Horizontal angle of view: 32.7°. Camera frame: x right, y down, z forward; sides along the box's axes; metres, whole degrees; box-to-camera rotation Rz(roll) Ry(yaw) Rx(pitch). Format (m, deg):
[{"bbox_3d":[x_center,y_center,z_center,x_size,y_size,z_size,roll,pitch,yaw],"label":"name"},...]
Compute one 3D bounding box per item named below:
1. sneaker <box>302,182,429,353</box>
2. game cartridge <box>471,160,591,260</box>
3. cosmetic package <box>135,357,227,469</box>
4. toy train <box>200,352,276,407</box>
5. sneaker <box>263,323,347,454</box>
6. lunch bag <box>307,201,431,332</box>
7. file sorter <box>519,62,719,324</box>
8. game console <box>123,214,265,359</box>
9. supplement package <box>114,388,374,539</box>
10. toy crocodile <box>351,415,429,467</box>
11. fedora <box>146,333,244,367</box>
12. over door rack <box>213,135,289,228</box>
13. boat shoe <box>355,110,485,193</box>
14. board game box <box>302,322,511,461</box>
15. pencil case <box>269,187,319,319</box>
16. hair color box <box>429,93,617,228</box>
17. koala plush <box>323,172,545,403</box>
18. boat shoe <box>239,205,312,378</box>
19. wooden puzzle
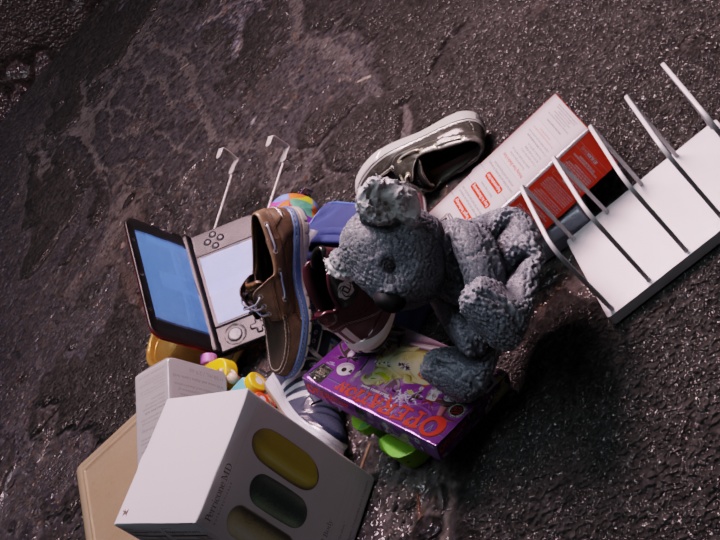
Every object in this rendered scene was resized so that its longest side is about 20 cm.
[{"bbox_3d":[0.002,-0.022,1.317,0.075,0.115,0.202,-5,61,47],"label":"sneaker"},{"bbox_3d":[0.188,-0.082,1.409,0.133,0.042,0.201,-33,35,20],"label":"game cartridge"},{"bbox_3d":[-0.214,0.218,1.494,0.074,0.101,0.202,-29,57,35],"label":"cosmetic package"},{"bbox_3d":[-0.177,0.190,1.582,0.199,0.055,0.152,11,84,49],"label":"toy train"},{"bbox_3d":[-0.044,0.135,1.446,0.109,0.070,0.200,-52,28,1],"label":"sneaker"},{"bbox_3d":[0.000,0.000,1.470,0.199,0.132,0.137,8,63,55],"label":"lunch bag"},{"bbox_3d":[0.273,-0.081,1.211,0.200,0.124,0.139,-41,32,17],"label":"file sorter"},{"bbox_3d":[-0.203,0.003,1.644,0.171,0.119,0.201,-21,57,1],"label":"game console"},{"bbox_3d":[-0.120,0.244,1.302,0.150,0.200,0.153,-12,48,46],"label":"supplement package"},{"bbox_3d":[0.025,0.141,1.355,0.062,0.067,0.201,-38,35,13],"label":"toy crocodile"},{"bbox_3d":[-0.238,0.101,1.719,0.200,0.082,0.202,-32,36,27],"label":"fedora"},{"bbox_3d":[-0.161,-0.088,1.817,0.147,0.066,0.203,-7,72,49],"label":"over door rack"},{"bbox_3d":[0.073,-0.133,1.576,0.199,0.071,0.064,-31,35,27],"label":"boat shoe"},{"bbox_3d":[0.047,0.118,1.298,0.199,0.032,0.120,21,56,40],"label":"board game box"},{"bbox_3d":[-0.083,-0.021,1.649,0.088,0.088,0.201,-35,35,23],"label":"pencil case"},{"bbox_3d":[0.173,-0.088,1.342,0.200,0.061,0.102,-42,32,12],"label":"hair color box"},{"bbox_3d":[0.066,-0.005,1.209,0.178,0.198,0.185,114,178,-56],"label":"koala plush"},{"bbox_3d":[-0.104,0.026,1.433,0.072,0.072,0.203,-8,82,56],"label":"boat shoe"},{"bbox_3d":[-0.304,0.291,1.616,0.200,0.037,0.186,-45,43,26],"label":"wooden puzzle"}]
